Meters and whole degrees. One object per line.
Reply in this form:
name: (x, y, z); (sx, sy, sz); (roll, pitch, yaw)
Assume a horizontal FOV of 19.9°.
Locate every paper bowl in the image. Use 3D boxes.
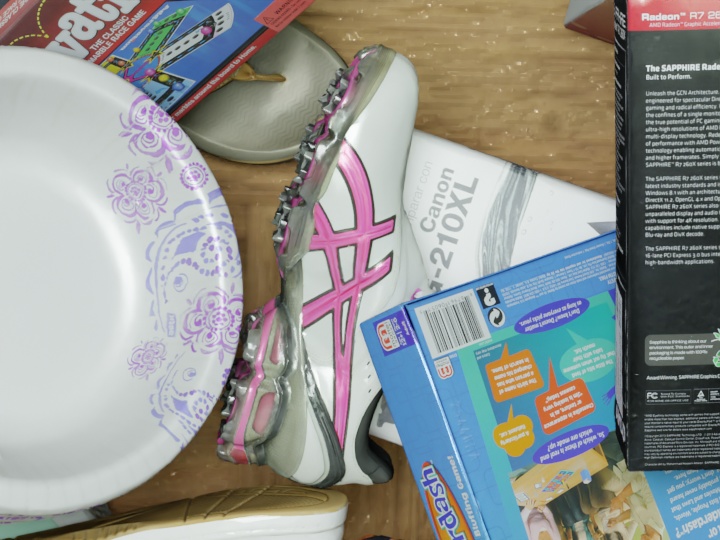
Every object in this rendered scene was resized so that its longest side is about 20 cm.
paper bowl: (-0.160, 0.010, 0.904); (0.199, 0.104, 0.203); (6, 78, -29)

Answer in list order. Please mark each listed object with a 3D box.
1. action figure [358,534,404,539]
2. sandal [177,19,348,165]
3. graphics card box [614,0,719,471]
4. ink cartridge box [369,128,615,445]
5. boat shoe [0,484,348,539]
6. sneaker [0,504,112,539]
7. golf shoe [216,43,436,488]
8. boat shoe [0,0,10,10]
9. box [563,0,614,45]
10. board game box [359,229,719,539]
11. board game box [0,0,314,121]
action figure: (0.065, 0.186, 0.974); (0.192, 0.105, 0.201); (-4, 129, 25)
sandal: (-0.095, -0.118, 1.003); (0.199, 0.054, 0.081); (34, 91, -2)
graphics card box: (0.166, -0.020, 0.830); (0.124, 0.051, 0.202); (-3, 104, 0)
ink cartridge box: (0.067, 0.022, 0.998); (0.198, 0.084, 0.146); (19, 93, -1)
boat shoe: (-0.095, 0.146, 0.942); (0.198, 0.071, 0.070); (-13, 90, 13)
sneaker: (-0.227, 0.091, 1.004); (0.118, 0.074, 0.201); (-40, 92, 3)
golf shoe: (0.000, 0.000, 0.923); (0.091, 0.073, 0.202); (15, 103, -5)
boat shoe: (-0.118, -0.143, 0.952); (0.198, 0.068, 0.072); (-22, 82, 12)
box: (0.190, -0.144, 0.934); (0.151, 0.200, 0.107); (18, 91, -2)
board game box: (0.102, 0.091, 0.895); (0.151, 0.045, 0.202); (-17, 85, -30)
board game box: (-0.118, -0.099, 0.943); (0.102, 0.020, 0.200); (24, 134, -35)
